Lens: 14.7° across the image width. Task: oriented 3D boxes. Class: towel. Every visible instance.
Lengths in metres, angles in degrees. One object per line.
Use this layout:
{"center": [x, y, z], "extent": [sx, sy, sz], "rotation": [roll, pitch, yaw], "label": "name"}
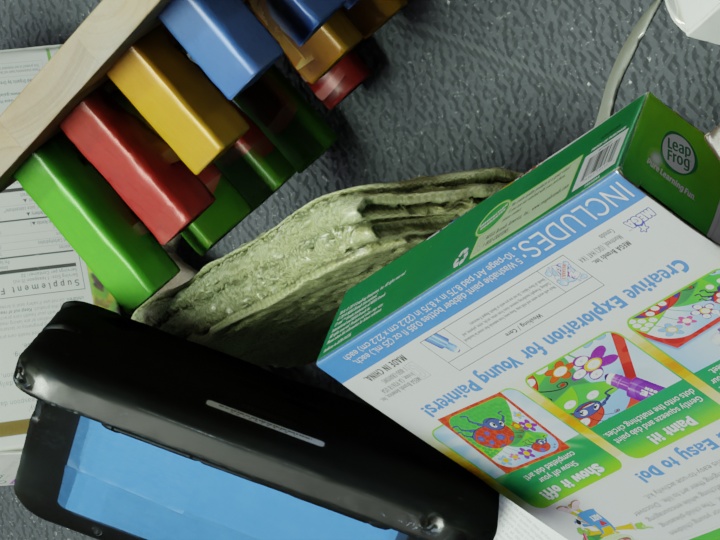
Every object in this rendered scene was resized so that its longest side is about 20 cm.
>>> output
{"center": [0.000, 0.000, 1.204], "extent": [0.200, 0.148, 0.037], "rotation": [-32, 68, 49], "label": "towel"}

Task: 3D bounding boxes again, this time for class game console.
{"center": [-0.052, 0.102, 1.162], "extent": [0.199, 0.176, 0.117], "rotation": [19, 101, 0], "label": "game console"}

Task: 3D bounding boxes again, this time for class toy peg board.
{"center": [-0.048, -0.089, 1.192], "extent": [0.098, 0.200, 0.199], "rotation": [48, 134, -1], "label": "toy peg board"}

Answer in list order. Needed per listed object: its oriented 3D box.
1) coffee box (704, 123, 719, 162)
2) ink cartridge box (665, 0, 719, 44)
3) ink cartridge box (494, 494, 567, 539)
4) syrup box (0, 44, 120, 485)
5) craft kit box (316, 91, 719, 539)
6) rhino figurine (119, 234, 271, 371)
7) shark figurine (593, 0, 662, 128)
{"center": [0.229, -0.059, 0.921], "extent": [0.200, 0.080, 0.115], "rotation": [-39, 78, 35], "label": "coffee box"}
{"center": [0.183, -0.185, 0.960], "extent": [0.200, 0.083, 0.146], "rotation": [-43, 47, 44], "label": "ink cartridge box"}
{"center": [0.057, 0.109, 1.240], "extent": [0.109, 0.050, 0.200], "rotation": [42, 129, 16], "label": "ink cartridge box"}
{"center": [-0.170, -0.001, 1.368], "extent": [0.079, 0.081, 0.201], "rotation": [141, 118, -64], "label": "syrup box"}
{"center": [0.116, 0.041, 1.054], "extent": [0.197, 0.049, 0.200], "rotation": [38, 142, -16], "label": "craft kit box"}
{"center": [-0.082, 0.048, 1.362], "extent": [0.201, 0.060, 0.088], "rotation": [58, 141, 21], "label": "rhino figurine"}
{"center": [0.130, -0.008, 1.105], "extent": [0.128, 0.090, 0.215], "rotation": [-10, 133, 45], "label": "shark figurine"}
